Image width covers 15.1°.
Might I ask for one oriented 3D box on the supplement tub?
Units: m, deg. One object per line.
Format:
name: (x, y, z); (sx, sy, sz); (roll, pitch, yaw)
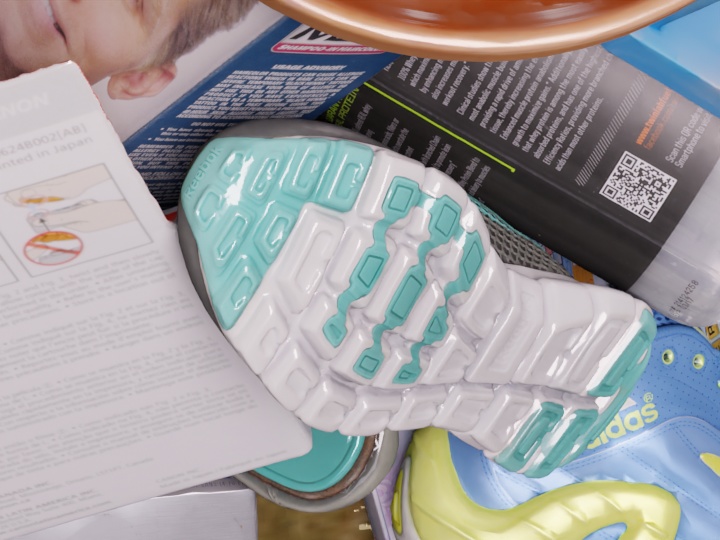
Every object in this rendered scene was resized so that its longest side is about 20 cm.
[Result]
supplement tub: (0.049, -0.081, 0.807); (0.200, 0.123, 0.123); (30, 101, 0)

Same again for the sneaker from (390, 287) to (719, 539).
sneaker: (0.114, 0.062, 0.865); (0.200, 0.076, 0.105); (9, 106, -13)

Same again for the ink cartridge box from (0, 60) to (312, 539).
ink cartridge box: (-0.117, 0.009, 0.737); (0.160, 0.047, 0.200); (-16, 145, 8)

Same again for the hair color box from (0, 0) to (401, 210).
hair color box: (-0.064, -0.072, 0.742); (0.060, 0.200, 0.100); (-3, 68, -43)

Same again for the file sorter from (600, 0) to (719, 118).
file sorter: (0.174, -0.128, 0.718); (0.139, 0.123, 0.200); (28, 64, -25)

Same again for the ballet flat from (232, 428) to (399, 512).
ballet flat: (-0.075, 0.011, 0.857); (0.200, 0.064, 0.067); (33, 97, 6)

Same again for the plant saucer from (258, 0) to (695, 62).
plant saucer: (0.025, -0.147, 0.643); (0.200, 0.032, 0.201); (1, 83, -7)

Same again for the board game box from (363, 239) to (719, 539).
board game box: (0.095, 0.045, 0.918); (0.199, 0.041, 0.200); (-17, 111, -6)

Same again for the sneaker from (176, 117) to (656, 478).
sneaker: (0.000, 0.000, 0.759); (0.078, 0.091, 0.200); (-55, 145, 3)

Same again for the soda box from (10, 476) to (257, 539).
soda box: (-0.134, 0.095, 0.877); (0.200, 0.063, 0.068); (-5, 111, -10)
